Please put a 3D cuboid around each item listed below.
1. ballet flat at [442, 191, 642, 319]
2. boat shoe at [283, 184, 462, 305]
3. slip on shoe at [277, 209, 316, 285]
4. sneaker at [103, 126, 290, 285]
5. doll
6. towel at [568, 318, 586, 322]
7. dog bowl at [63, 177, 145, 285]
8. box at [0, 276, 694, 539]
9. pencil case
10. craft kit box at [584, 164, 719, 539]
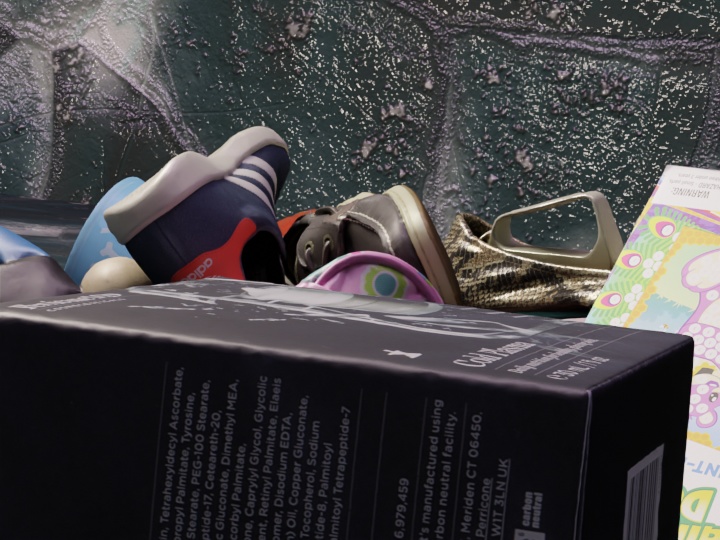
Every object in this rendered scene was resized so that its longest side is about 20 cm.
[{"bbox_3d":[0.119,0.000,0.916,0.199,0.076,0.068,9,4,39],"label":"ballet flat"},{"bbox_3d":[0.000,-0.001,0.943,0.066,0.072,0.201,-22,8,-8],"label":"boat shoe"},{"bbox_3d":[0.005,0.021,1.065,0.061,0.074,0.200,-35,43,-17],"label":"slip on shoe"},{"bbox_3d":[-0.067,-0.018,0.967,0.075,0.085,0.200,-36,1,18],"label":"sneaker"},{"bbox_3d":[-0.202,0.024,0.942,0.199,0.049,0.137,-11,46,-2],"label":"doll"},{"bbox_3d":[0.128,0.029,1.096,0.190,0.032,0.200,9,10,-31],"label":"towel"},{"bbox_3d":[-0.116,0.021,1.089,0.049,0.112,0.200,20,-12,14],"label":"dog bowl"},{"bbox_3d":[-0.003,0.075,0.626,0.195,0.125,0.200,5,4,18],"label":"box"},{"bbox_3d":[-0.020,0.049,0.871,0.087,0.088,0.200,5,-11,-14],"label":"pencil case"},{"bbox_3d":[0.175,0.053,0.764,0.199,0.198,0.049,9,-28,41],"label":"craft kit box"}]
